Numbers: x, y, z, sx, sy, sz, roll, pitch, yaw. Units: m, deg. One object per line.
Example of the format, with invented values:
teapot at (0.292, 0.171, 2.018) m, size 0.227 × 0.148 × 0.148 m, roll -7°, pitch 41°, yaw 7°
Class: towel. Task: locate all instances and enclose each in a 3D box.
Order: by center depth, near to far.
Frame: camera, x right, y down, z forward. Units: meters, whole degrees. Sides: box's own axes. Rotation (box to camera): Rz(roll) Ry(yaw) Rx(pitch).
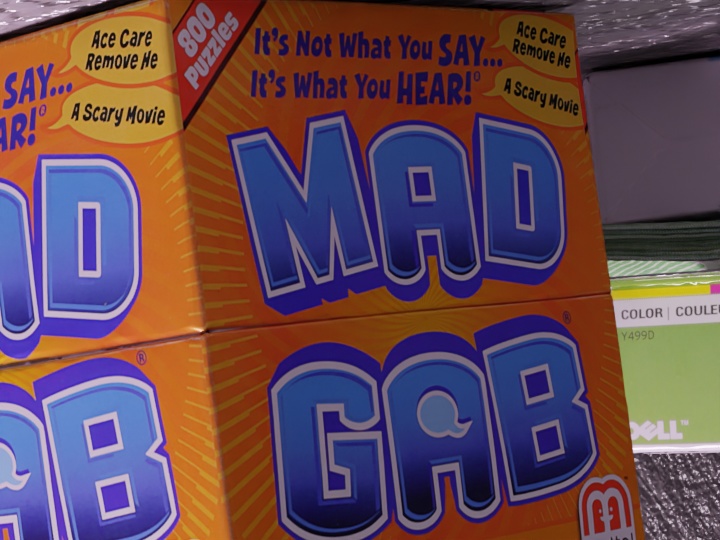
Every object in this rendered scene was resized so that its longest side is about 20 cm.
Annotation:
towel at (0.110, -0.004, 1.099) m, size 0.152 × 0.024 × 0.200 m, roll -1°, pitch 177°, yaw -11°

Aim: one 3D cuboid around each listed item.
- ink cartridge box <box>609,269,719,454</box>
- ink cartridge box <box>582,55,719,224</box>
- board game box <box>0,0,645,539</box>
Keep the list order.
ink cartridge box at (0.165, 0.038, 1.024) m, size 0.147 × 0.076 × 0.200 m, roll -4°, pitch 176°, yaw 33°
ink cartridge box at (0.161, -0.053, 1.134) m, size 0.115 × 0.067 × 0.200 m, roll -7°, pitch 177°, yaw 5°
board game box at (-0.050, 0.026, 0.854) m, size 0.200 × 0.201 × 0.199 m, roll -10°, pitch 176°, yaw 42°
